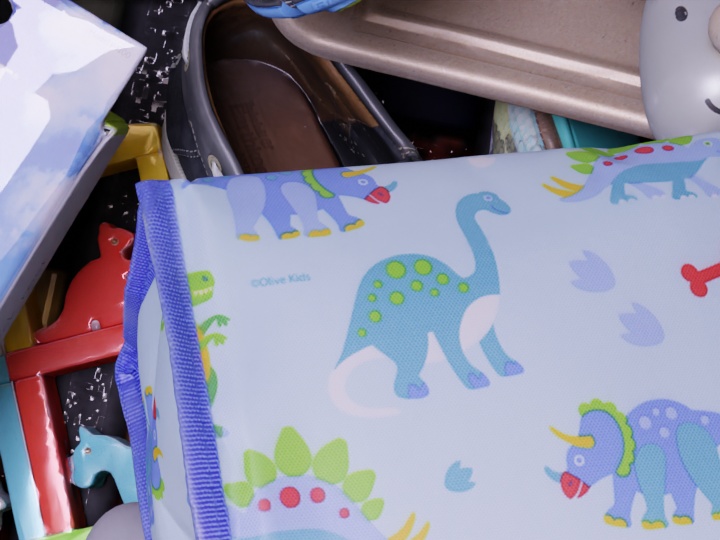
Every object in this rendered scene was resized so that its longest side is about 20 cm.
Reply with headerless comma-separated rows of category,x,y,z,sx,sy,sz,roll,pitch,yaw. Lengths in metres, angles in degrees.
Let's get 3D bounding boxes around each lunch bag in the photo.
lunch bag,0.036,0.079,0.602,0.170,0.127,0.200,-7,60,-12

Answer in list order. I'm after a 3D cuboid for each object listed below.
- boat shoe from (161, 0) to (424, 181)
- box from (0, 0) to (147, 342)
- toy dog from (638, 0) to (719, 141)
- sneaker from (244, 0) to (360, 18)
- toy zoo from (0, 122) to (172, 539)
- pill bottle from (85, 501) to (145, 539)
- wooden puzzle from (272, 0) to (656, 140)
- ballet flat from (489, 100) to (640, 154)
boat shoe,0.000,0.000,0.722,0.072,0.068,0.200,-19,62,-26
box,-0.159,-0.009,0.710,0.122,0.048,0.200,32,93,1
toy dog,0.087,-0.136,0.678,0.132,0.096,0.200,-29,66,-16
sneaker,-0.012,-0.157,0.654,0.071,0.083,0.200,-8,63,33
toy zoo,-0.111,0.035,0.786,0.131,0.020,0.200,-13,83,6
pill bottle,0.011,0.136,0.705,0.200,0.112,0.113,9,86,-2
wooden puzzle,0.092,-0.117,0.744,0.200,0.037,0.185,17,63,7
ballet flat,0.079,0.024,0.745,0.071,0.069,0.200,-35,80,29
